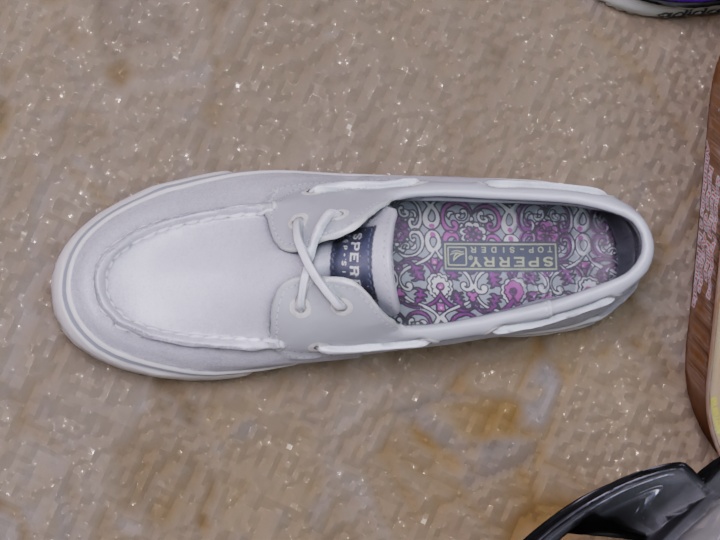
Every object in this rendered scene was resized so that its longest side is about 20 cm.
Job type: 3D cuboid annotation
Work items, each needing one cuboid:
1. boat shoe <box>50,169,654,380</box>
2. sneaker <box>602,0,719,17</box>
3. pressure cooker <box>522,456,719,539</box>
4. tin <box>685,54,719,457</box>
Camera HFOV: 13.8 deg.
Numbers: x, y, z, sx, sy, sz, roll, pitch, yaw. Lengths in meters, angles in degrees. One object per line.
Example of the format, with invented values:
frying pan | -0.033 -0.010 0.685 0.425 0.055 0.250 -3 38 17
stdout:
boat shoe | 0.000 0.000 0.980 0.200 0.069 0.072 3 82 -12
sneaker | 0.178 -0.131 1.016 0.200 0.100 0.070 -15 88 -13
pressure cooker | 0.113 0.163 0.924 0.200 0.176 0.179 41 118 -1
tin | 0.167 -0.011 0.995 0.112 0.042 0.200 -1 109 -16
